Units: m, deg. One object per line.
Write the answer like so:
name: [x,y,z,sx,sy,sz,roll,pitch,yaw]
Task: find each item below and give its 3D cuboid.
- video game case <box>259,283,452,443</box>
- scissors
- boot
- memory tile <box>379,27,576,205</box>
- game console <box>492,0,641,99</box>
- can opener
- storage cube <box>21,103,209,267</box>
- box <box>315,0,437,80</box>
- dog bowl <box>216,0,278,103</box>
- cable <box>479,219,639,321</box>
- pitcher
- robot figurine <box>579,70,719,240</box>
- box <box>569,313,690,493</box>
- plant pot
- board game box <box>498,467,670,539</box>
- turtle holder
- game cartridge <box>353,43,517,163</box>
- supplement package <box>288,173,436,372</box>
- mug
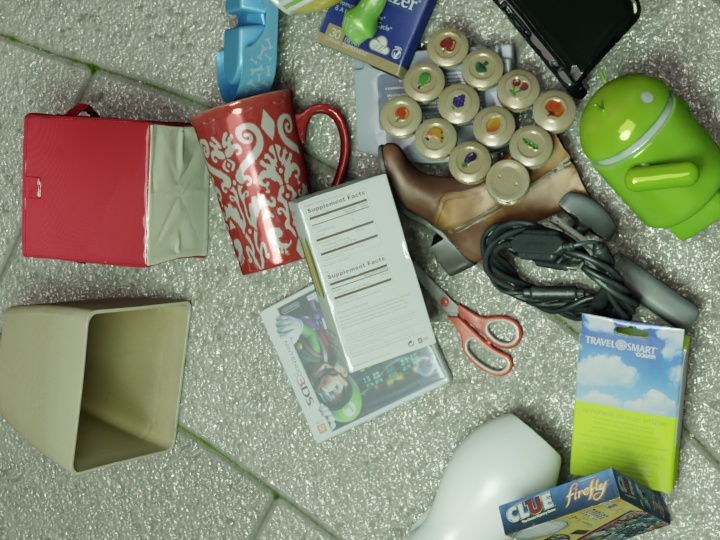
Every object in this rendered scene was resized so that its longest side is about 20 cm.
video game case: [-0.008,0.093,1.673,0.198,0.023,0.184,-27,85,20]
scissors: [0.107,0.051,1.630,0.199,0.014,0.074,33,107,14]
boot: [0.139,-0.111,1.555,0.199,0.069,0.189,-32,101,20]
memory tile: [0.132,-0.177,1.531,0.199,0.017,0.154,33,81,16]
game console: [0.213,-0.307,1.482,0.116,0.176,0.201,-39,80,12]
can opener: [0.302,-0.014,1.521,0.199,0.053,0.067,35,92,5]
storage cube: [-0.303,-0.104,1.689,0.177,0.171,0.203,5,96,19]
box: [0.038,-0.342,1.596,0.120,0.032,0.202,25,93,22]
dog bowl: [-0.136,-0.306,1.648,0.049,0.111,0.203,0,96,-22]
cable: [0.222,0.003,1.520,0.199,0.163,0.051,1,59,51]
pitcher: [0.135,0.265,1.585,0.121,0.171,0.201,41,87,-13]
robot figurine: [0.317,-0.128,1.462,0.115,0.176,0.200,-35,111,29]
box: [0.304,0.143,1.522,0.120,0.048,0.203,8,112,20]
plant pot: [-0.355,0.125,1.726,0.175,0.199,0.203,13,99,30]
board game box: [0.252,0.273,1.497,0.134,0.200,0.035,-23,63,20]
turtle holder: [-0.051,-0.359,1.558,0.185,0.141,0.132,36,105,-31]
game cartridge: [0.089,-0.195,1.607,0.197,0.041,0.135,0,91,21]
supplement package: [0.000,0.000,1.561,0.108,0.114,0.203,-18,95,-8]
mug: [-0.102,-0.110,1.637,0.175,0.133,0.203,-14,93,23]
